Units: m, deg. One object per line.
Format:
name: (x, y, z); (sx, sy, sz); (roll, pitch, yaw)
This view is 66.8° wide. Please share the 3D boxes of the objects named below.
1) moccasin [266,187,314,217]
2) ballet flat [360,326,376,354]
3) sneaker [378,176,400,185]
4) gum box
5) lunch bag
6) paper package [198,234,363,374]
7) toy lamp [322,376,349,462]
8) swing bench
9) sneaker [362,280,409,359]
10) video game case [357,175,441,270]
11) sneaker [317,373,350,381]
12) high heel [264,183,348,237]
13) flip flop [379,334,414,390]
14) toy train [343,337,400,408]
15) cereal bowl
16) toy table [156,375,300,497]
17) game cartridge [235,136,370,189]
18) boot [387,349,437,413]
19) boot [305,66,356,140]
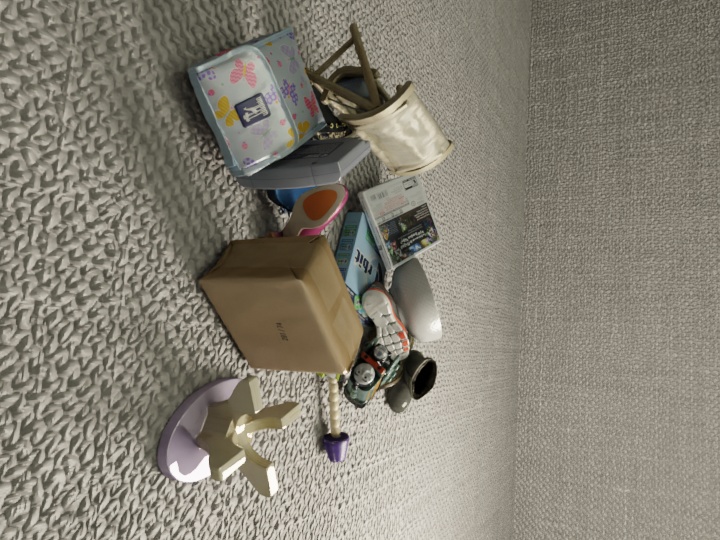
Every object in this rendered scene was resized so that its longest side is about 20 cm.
moccasin: (-0.110, -0.132, 0.992); (0.199, 0.068, 0.081); (6, 92, -61)
ballet flat: (0.044, 0.186, 1.280); (0.069, 0.063, 0.201); (43, 48, -26)
sneaker: (0.077, -0.124, 1.316); (0.070, 0.079, 0.203); (27, 60, -61)
gum box: (0.000, 0.000, 1.219); (0.170, 0.044, 0.202); (47, 49, -53)
lunch bag: (-0.158, -0.257, 0.838); (0.200, 0.126, 0.171); (-49, 127, -46)
paper package: (-0.116, 0.057, 0.847); (0.104, 0.189, 0.201); (-65, 144, -45)
toy lamp: (-0.053, 0.287, 1.111); (0.058, 0.058, 0.203); (-15, 103, -61)
swing bench: (0.034, -0.273, 0.941); (0.199, 0.129, 0.201); (32, 21, -56)
sneaker: (0.066, 0.109, 1.221); (0.082, 0.076, 0.202); (-69, 145, -56)
video game case: (0.095, -0.119, 1.255); (0.199, 0.023, 0.184); (-28, 100, -42)
sneaker: (-0.054, 0.138, 1.092); (0.201, 0.082, 0.072); (-87, -172, -61)
high heel: (-0.078, -0.079, 0.931); (0.096, 0.200, 0.068); (-2, 56, -57)
flip flop: (0.075, 0.216, 1.341); (0.058, 0.081, 0.201); (51, 43, -18)
toy train: (0.018, 0.217, 1.132); (0.114, 0.085, 0.200); (-49, 168, -21)
cereal bowl: (0.119, 0.076, 1.274); (0.200, 0.082, 0.202); (161, -90, -87)
toy table: (-0.183, 0.236, 0.804); (0.200, 0.116, 0.186); (-46, 129, -51)
game cartridge: (-0.097, -0.171, 0.873); (0.133, 0.198, 0.041); (-47, 132, -51)
boot: (0.124, 0.279, 1.306); (0.200, 0.072, 0.184); (-152, -101, -81)
boot: (-0.074, -0.314, 1.051); (0.204, 0.073, 0.155); (-47, 128, -54)
